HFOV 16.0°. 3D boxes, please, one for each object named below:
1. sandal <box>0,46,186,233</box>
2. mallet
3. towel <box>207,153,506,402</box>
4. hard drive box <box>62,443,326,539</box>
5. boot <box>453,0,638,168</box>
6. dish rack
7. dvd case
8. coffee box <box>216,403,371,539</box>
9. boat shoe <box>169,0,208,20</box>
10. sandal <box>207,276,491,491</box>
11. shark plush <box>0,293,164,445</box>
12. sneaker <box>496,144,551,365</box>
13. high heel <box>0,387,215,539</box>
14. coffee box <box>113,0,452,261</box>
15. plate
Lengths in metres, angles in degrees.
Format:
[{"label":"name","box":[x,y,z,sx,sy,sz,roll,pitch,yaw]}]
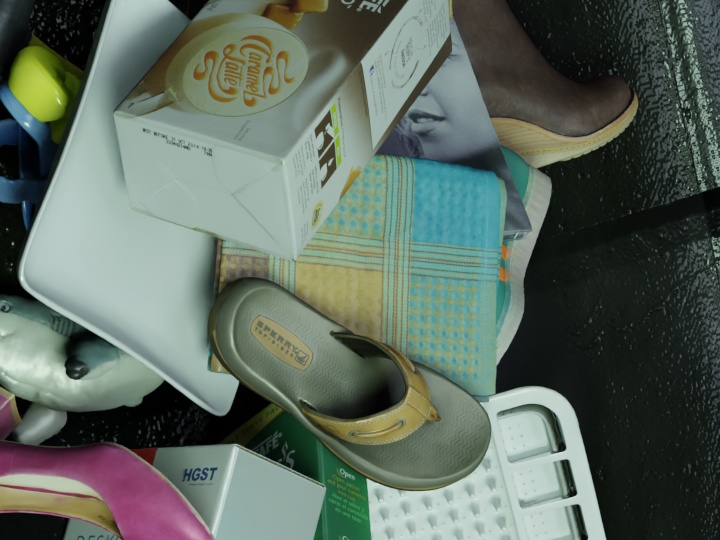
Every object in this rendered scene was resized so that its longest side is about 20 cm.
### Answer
[{"label":"sandal","box":[-0.170,-0.049,1.546,0.087,0.080,0.200,-37,129,6]},{"label":"mallet","box":[-0.172,-0.104,1.568,0.200,0.041,0.066,43,60,-35]},{"label":"towel","box":[0.000,0.000,1.565,0.199,0.022,0.148,7,85,-30]},{"label":"hard drive box","box":[-0.117,0.210,1.502,0.077,0.155,0.201,28,67,-35]},{"label":"boot","box":[0.107,-0.155,1.795,0.199,0.072,0.168,-25,104,-37]},{"label":"dish rack","box":[0.053,0.164,1.663,0.198,0.044,0.173,-16,112,-1]},{"label":"dvd case","box":[0.016,-0.104,1.652,0.148,0.016,0.201,-6,63,-29]},{"label":"coffee box","box":[-0.047,0.174,1.542,0.044,0.123,0.201,27,42,-33]},{"label":"boat shoe","box":[-0.093,-0.145,1.603,0.073,0.063,0.203,27,60,-47]},{"label":"sandal","box":[0.001,0.066,1.517,0.200,0.054,0.082,37,63,-22]},{"label":"shark plush","box":[-0.149,0.033,1.554,0.199,0.091,0.084,-18,66,-36]},{"label":"sneaker","box":[0.065,-0.006,1.686,0.080,0.071,0.201,33,48,-19]},{"label":"high heel","box":[-0.180,0.133,1.439,0.096,0.199,0.068,-51,158,-27]},{"label":"coffee box","box":[-0.039,-0.110,1.471,0.200,0.114,0.080,-53,150,-37]},{"label":"plate","box":[-0.117,-0.042,1.504,0.200,0.032,0.201,38,61,-47]}]
